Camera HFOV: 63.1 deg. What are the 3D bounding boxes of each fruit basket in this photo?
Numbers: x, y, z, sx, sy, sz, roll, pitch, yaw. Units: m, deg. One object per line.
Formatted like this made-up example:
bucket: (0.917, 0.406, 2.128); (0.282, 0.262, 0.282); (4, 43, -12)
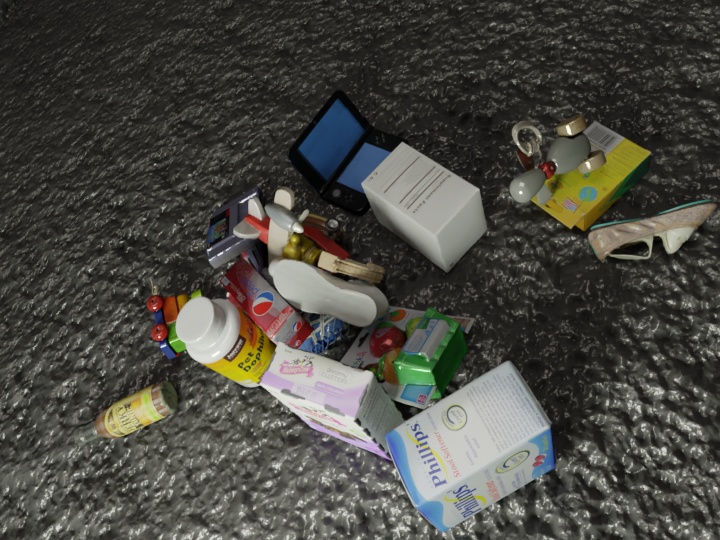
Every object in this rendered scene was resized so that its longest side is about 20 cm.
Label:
fruit basket: (0.064, 0.125, 0.956); (0.196, 0.095, 0.186); (12, 47, 35)

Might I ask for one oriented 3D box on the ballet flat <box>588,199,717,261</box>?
ballet flat: (0.473, -0.056, 0.947); (0.195, 0.068, 0.069); (-14, 74, 19)

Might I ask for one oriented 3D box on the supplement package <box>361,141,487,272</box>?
supplement package: (0.118, -0.118, 1.078); (0.120, 0.122, 0.199); (-43, 55, -10)

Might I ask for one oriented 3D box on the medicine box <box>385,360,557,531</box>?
medicine box: (0.155, 0.247, 0.802); (0.197, 0.183, 0.104); (-31, 53, 0)

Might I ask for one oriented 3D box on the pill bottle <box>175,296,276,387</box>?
pill bottle: (-0.227, 0.122, 1.013); (0.106, 0.200, 0.112); (-11, 60, 20)

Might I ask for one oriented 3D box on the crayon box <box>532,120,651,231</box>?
crayon box: (0.395, -0.160, 1.039); (0.199, 0.051, 0.127); (-40, 54, -6)

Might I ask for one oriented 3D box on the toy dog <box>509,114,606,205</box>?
toy dog: (0.315, -0.182, 0.991); (0.194, 0.096, 0.136); (-12, 92, -21)

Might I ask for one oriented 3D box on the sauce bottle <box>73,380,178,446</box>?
sauce bottle: (-0.439, 0.273, 1.094); (0.196, 0.065, 0.066); (-26, 54, 6)

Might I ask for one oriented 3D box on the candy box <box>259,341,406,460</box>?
candy box: (-0.035, 0.201, 0.894); (0.164, 0.201, 0.073); (14, 64, 28)

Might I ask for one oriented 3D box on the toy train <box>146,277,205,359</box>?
toy train: (-0.363, 0.067, 1.184); (0.113, 0.086, 0.203); (-21, 54, -5)

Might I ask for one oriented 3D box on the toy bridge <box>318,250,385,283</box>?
toy bridge: (0.000, 0.000, 1.011); (0.066, 0.199, 0.028); (21, 94, 25)

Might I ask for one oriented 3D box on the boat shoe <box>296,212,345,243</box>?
boat shoe: (-0.118, -0.073, 1.180); (0.195, 0.072, 0.069); (9, 68, 33)

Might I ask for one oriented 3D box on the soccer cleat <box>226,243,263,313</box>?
soccer cleat: (-0.219, 0.021, 1.173); (0.074, 0.067, 0.204); (19, 52, -12)

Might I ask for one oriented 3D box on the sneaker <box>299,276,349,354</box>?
sneaker: (-0.067, 0.103, 1.043); (0.076, 0.076, 0.203); (22, 69, 31)

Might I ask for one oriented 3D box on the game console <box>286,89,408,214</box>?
game console: (-0.023, -0.248, 1.216); (0.168, 0.119, 0.202); (26, 72, 32)

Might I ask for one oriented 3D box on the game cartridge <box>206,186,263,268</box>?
game cartridge: (-0.260, -0.095, 1.226); (0.127, 0.039, 0.202); (-25, 35, 5)

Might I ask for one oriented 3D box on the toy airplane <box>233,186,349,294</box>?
toy airplane: (-0.141, -0.044, 1.061); (0.195, 0.201, 0.144); (-17, 39, 33)

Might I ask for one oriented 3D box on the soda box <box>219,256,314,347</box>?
soda box: (-0.166, 0.060, 1.025); (0.064, 0.070, 0.199); (-45, 48, -6)

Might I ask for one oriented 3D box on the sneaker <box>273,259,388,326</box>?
sneaker: (-0.046, 0.039, 0.996); (0.196, 0.115, 0.076); (24, 98, 17)
